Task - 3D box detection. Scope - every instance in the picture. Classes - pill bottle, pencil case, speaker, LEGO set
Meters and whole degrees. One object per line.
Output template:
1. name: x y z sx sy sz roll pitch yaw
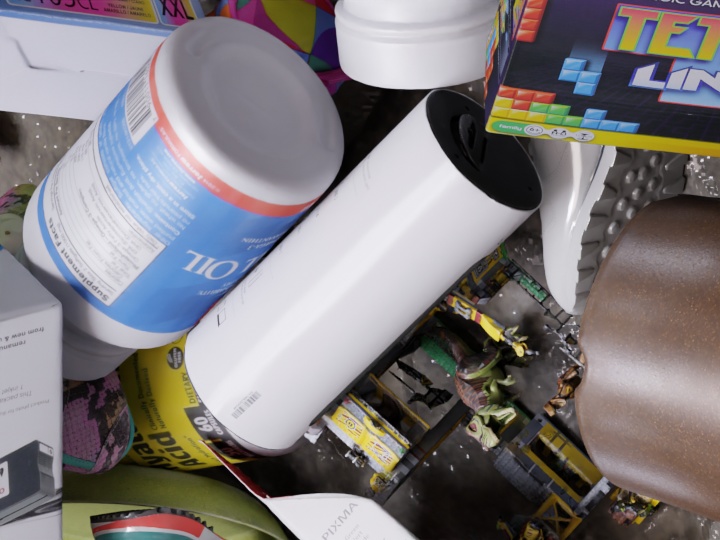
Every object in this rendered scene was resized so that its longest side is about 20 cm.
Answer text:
1. pill bottle: 0.025 -0.199 1.464 0.119 0.119 0.201 9 117 29
2. pencil case: -0.082 -0.077 1.613 0.088 0.088 0.200 47 131 4
3. speaker: 0.000 0.000 1.500 0.081 0.081 0.200 47 116 4
4. pill bottle: -0.105 -0.030 1.530 0.112 0.112 0.200 49 130 4
5. LEGO set: 0.063 0.084 1.558 0.200 0.116 0.154 47 144 0
6. pill bottle: -0.121 0.062 1.688 0.199 0.111 0.112 -12 105 37

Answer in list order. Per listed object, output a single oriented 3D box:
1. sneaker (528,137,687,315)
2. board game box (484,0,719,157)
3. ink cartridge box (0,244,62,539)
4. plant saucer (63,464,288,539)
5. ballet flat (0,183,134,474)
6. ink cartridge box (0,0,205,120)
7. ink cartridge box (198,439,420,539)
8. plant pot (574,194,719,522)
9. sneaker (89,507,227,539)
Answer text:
1. sneaker: 0.116 -0.075 1.505 0.080 0.076 0.201 24 119 35
2. board game box: 0.167 -0.116 1.354 0.198 0.057 0.166 5 152 -5
3. ink cartridge box: -0.222 0.083 1.558 0.145 0.084 0.201 39 135 48
4. plant saucer: -0.136 0.146 1.716 0.199 0.200 0.031 -10 67 35
5. ballet flat: -0.183 0.025 1.628 0.069 0.071 0.201 -46 50 30
6. ink cartridge box: -0.175 -0.178 1.562 0.076 0.136 0.201 -53 47 36
7. ink cartridge box: 0.018 0.160 1.594 0.200 0.050 0.161 43 179 44
8. plant pot: 0.222 0.051 1.420 0.197 0.200 0.202 12 118 35
9. sneaker: -0.083 0.198 1.666 0.070 0.199 0.094 -10 67 34
